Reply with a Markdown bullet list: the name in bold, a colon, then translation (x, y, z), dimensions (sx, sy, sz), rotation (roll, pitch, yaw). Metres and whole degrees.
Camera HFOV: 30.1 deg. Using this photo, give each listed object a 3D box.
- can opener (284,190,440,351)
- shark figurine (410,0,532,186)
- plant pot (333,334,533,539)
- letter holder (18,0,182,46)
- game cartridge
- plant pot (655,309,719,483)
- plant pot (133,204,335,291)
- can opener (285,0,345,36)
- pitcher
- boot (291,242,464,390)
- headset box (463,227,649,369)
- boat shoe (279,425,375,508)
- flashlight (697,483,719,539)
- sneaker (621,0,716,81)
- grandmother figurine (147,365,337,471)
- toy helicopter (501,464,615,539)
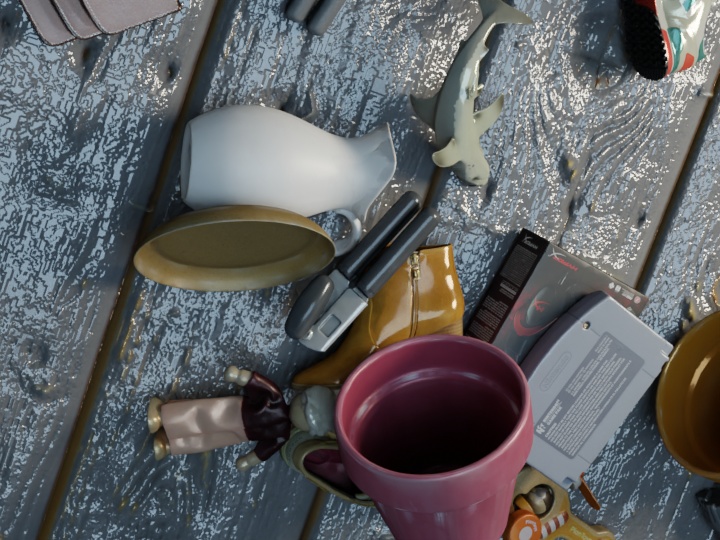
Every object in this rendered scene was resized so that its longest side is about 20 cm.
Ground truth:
- **can opener**: translation (0.000, 0.000, 1.384), dimensions (0.053, 0.067, 0.200), rotation (42, 90, 15)
- **shark figurine**: translation (0.095, -0.190, 1.395), dimensions (0.128, 0.089, 0.215), rotation (-14, 120, -47)
- **plant pot**: translation (0.081, 0.195, 1.371), dimensions (0.200, 0.200, 0.179), rotation (-19, 131, -10)
- **letter holder**: translation (-0.271, -0.317, 1.243), dimensions (0.142, 0.101, 0.200), rotation (-22, 108, -8)
- **game cartridge**: translation (0.235, 0.126, 1.452), dimensions (0.133, 0.040, 0.200), rotation (36, 91, -27)
- **plant pot**: translation (0.475, 0.163, 1.537), dimensions (0.183, 0.200, 0.200), rotation (25, 96, -35)
- **plant pot**: translation (-0.125, -0.023, 1.326), dimensions (0.200, 0.200, 0.028), rotation (-1, 70, -16)
- **can opener**: translation (-0.006, -0.330, 1.340), dimensions (0.053, 0.066, 0.200), rotation (28, 103, -18)
- **pitcher**: translation (-0.081, -0.083, 1.354), dimensions (0.199, 0.121, 0.172), rotation (3, 131, -15)
- **boot**: translation (0.013, 0.046, 1.440), dimensions (0.201, 0.071, 0.144), rotation (-12, 96, -8)
- **headset box**: translation (0.203, 0.077, 1.488), dimensions (0.148, 0.075, 0.200), rotation (28, 95, -22)
- **boat shoe**: translation (0.006, 0.230, 1.475), dimensions (0.200, 0.066, 0.074), rotation (20, 97, -20)
- **flashlight**: translation (0.484, 0.353, 1.642), dimensions (0.068, 0.068, 0.200), rotation (-27, 110, -7)
- **sneaker**: translation (0.334, -0.310, 1.442), dimensions (0.093, 0.070, 0.200), rotation (-17, 106, -30)
- **grandmother figurine**: translation (-0.119, 0.152, 1.397), dimensions (0.199, 0.061, 0.122), rotation (-5, 125, 4)
- **toy helicopter**: translation (0.234, 0.282, 1.563), dimensions (0.200, 0.079, 0.132), rotation (36, 83, -31)
